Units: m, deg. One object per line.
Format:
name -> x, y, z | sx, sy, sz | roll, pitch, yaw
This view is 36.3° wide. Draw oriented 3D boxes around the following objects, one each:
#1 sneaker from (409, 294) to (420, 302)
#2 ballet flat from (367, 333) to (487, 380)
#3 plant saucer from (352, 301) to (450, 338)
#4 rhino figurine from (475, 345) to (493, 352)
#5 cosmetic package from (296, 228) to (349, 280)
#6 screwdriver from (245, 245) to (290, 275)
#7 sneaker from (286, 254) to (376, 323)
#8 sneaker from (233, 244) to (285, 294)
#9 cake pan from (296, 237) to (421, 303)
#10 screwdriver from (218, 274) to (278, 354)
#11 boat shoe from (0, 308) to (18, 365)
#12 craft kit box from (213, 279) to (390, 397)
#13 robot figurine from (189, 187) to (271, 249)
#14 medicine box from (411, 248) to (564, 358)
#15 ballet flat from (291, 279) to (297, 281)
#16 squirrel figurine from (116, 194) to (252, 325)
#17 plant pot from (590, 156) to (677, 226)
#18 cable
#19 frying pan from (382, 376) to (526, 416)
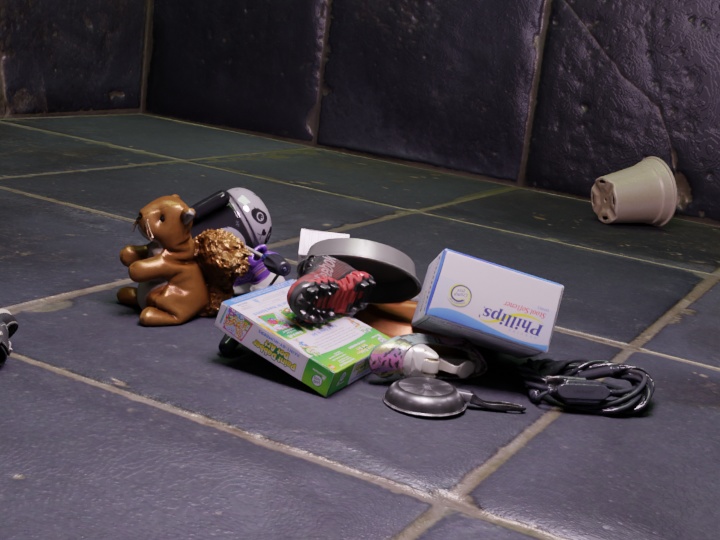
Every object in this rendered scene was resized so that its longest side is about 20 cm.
sneaker -> 0.068, 0.013, 1.921 | 0.074, 0.086, 0.200 | 3, -4, 8
ballet flat -> 0.105, 0.129, 1.564 | 0.198, 0.070, 0.071 | 3, 15, -39
plant saucer -> 0.082, 0.087, 1.791 | 0.198, 0.038, 0.200 | 8, 13, -2
rhino figurine -> 0.220, 0.081, 1.807 | 0.059, 0.088, 0.200 | -30, -5, 25
cosmetic package -> -0.067, -0.007, 1.865 | 0.082, 0.051, 0.200 | 8, -20, -1
screwdriver -> -0.160, -0.024, 1.738 | 0.029, 0.028, 0.200 | 19, 3, -33
sneaker -> -0.061, 0.024, 1.591 | 0.097, 0.071, 0.200 | 31, 19, 22
sneaker -> -0.173, -0.001, 1.873 | 0.080, 0.084, 0.199 | -3, 0, -27
cake pan -> 0.000, 0.000, 1.729 | 0.198, 0.037, 0.201 | 9, -21, 3
screwdriver -> -0.164, 0.059, 1.645 | 0.029, 0.028, 0.201 | -19, 25, 29
boat shoe -> -0.484, 0.099, 1.416 | 0.068, 0.072, 0.200 | 43, 5, -4
craft kit box -> -0.076, 0.090, 1.569 | 0.196, 0.049, 0.200 | 27, 20, 20
robot figurine -> -0.252, -0.060, 1.940 | 0.199, 0.126, 0.150 | -31, 1, -12
medicine box -> 0.183, 0.054, 1.623 | 0.180, 0.104, 0.200 | 17, -8, -2
ballet flat -> -0.114, 0.053, 1.755 | 0.072, 0.074, 0.200 | 13, 14, 25
squirrel figurine -> -0.276, -0.023, 1.726 | 0.198, 0.189, 0.141 | 2, 14, -23
plant pot -> 0.768, -0.212, 3.136 | 0.182, 0.203, 0.200 | -11, 19, -20
cable -> 0.327, 0.164, 1.593 | 0.198, 0.051, 0.163 | 1, 9, -8
frying pan -> 0.122, 0.174, 1.470 | 0.188, 0.031, 0.115 | 8, 13, 15
